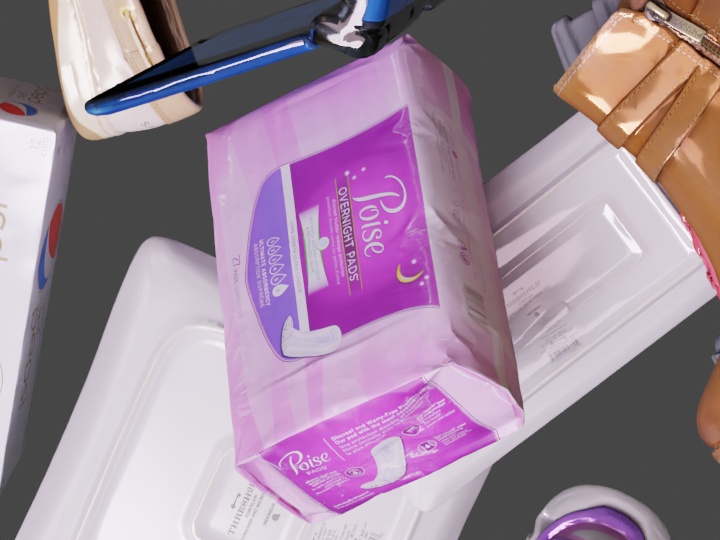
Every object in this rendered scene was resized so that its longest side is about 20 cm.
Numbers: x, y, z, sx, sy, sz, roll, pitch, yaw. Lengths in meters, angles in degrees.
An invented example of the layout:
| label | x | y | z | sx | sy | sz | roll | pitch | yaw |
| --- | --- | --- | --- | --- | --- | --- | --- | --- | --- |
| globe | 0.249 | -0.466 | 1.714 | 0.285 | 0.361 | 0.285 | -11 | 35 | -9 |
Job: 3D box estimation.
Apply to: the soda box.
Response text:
| label | x | y | z | sx | sy | sz | roll | pitch | yaw |
| --- | --- | --- | --- | --- | --- | --- | --- | --- | --- |
| soda box | -0.188 | 0.008 | 1.133 | 0.068 | 0.064 | 0.201 | 13 | 111 | 1 |

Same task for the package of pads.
| label | x | y | z | sx | sy | sz | roll | pitch | yaw |
| --- | --- | --- | --- | --- | --- | --- | --- | --- | --- |
| package of pads | 0.000 | 0.000 | 1.033 | 0.120 | 0.201 | 0.076 | -26 | 138 | 21 |

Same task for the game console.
| label | x | y | z | sx | sy | sz | roll | pitch | yaw |
| --- | --- | --- | --- | --- | --- | --- | --- | --- | --- |
| game console | -0.021 | -0.150 | 0.986 | 0.118 | 0.200 | 0.172 | 15 | 108 | 9 |

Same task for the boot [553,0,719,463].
| label | x | y | z | sx | sy | sz | roll | pitch | yaw |
| --- | --- | --- | --- | --- | --- | --- | --- | --- | --- |
| boot | 0.146 | -0.035 | 0.966 | 0.154 | 0.074 | 0.201 | 31 | 76 | -2 |

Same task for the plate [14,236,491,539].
| label | x | y | z | sx | sy | sz | roll | pitch | yaw |
| --- | --- | --- | --- | --- | --- | --- | --- | --- | --- |
| plate | -0.050 | 0.112 | 1.107 | 0.199 | 0.032 | 0.200 | 24 | 90 | -5 |

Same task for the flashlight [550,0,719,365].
| label | x | y | z | sx | sy | sz | roll | pitch | yaw |
| --- | --- | --- | --- | --- | --- | --- | --- | --- | --- |
| flashlight | 0.151 | -0.029 | 1.026 | 0.067 | 0.068 | 0.201 | -23 | 84 | 9 |

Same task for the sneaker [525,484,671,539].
| label | x | y | z | sx | sy | sz | roll | pitch | yaw |
| --- | --- | --- | --- | --- | --- | --- | --- | --- | --- |
| sneaker | 0.082 | 0.202 | 1.118 | 0.080 | 0.088 | 0.201 | 24 | 110 | 5 |

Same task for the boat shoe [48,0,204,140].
| label | x | y | z | sx | sy | sz | roll | pitch | yaw |
| --- | --- | --- | --- | --- | --- | --- | --- | --- | --- |
| boat shoe | -0.112 | -0.161 | 1.078 | 0.069 | 0.074 | 0.201 | -4 | 113 | 12 |

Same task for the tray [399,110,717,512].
| label | x | y | z | sx | sy | sz | roll | pitch | yaw |
| --- | --- | --- | --- | --- | --- | --- | --- | --- | --- |
| tray | 0.076 | 0.014 | 1.075 | 0.200 | 0.022 | 0.108 | -38 | 95 | 4 |
